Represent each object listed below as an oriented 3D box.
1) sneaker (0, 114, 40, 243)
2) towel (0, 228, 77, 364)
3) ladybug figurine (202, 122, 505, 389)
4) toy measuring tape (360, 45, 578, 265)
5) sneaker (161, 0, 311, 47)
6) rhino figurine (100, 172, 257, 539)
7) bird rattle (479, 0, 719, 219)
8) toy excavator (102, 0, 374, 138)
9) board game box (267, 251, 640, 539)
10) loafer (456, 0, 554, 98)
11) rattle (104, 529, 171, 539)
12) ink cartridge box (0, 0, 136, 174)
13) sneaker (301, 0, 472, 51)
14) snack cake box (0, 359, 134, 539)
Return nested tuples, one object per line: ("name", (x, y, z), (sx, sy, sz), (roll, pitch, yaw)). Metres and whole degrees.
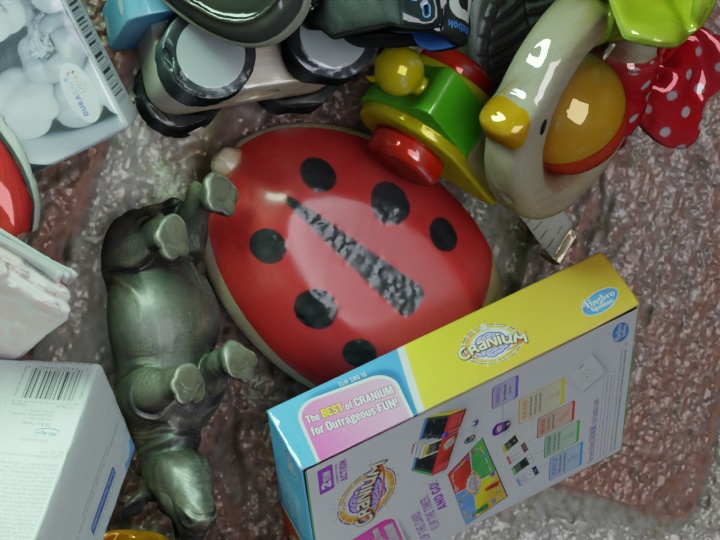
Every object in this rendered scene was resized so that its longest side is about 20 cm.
("sneaker", (-0.232, -0.076, 0.933), (0.077, 0.085, 0.200), (-40, 101, 11))
("towel", (-0.249, -0.010, 0.960), (0.199, 0.191, 0.032), (33, 59, -17))
("ladybug figurine", (0.000, 0.000, 1.094), (0.199, 0.072, 0.136), (35, 85, -18))
("toy measuring tape", (0.052, -0.064, 1.079), (0.074, 0.073, 0.200), (-54, 142, -6))
("sneaker", (-0.105, -0.188, 0.939), (0.075, 0.106, 0.200), (-41, 79, 8))
("rhino figurine", (-0.096, 0.056, 1.046), (0.059, 0.087, 0.202), (0, 81, -34))
("bird rattle", (0.115, -0.101, 1.041), (0.112, 0.200, 0.163), (34, 77, 18))
("toy excavator", (-0.104, -0.175, 1.043), (0.193, 0.100, 0.202), (-10, 85, -16))
("board game box", (0.052, 0.087, 1.087), (0.199, 0.040, 0.154), (-25, 147, -14))
("loafer", (0.064, -0.161, 1.106), (0.075, 0.069, 0.201), (-24, 117, -29))
("rattle", (-0.167, 0.200, 0.983), (0.142, 0.200, 0.131), (12, 97, -1))
("ink cartridge box", (-0.241, -0.119, 0.988), (0.199, 0.043, 0.199), (-25, 103, 7))
("sneaker", (0.055, -0.168, 0.962), (0.199, 0.073, 0.113), (-22, 74, 24))
("snack cake box", (-0.221, 0.103, 0.959), (0.198, 0.116, 0.067), (2, 138, 16))
